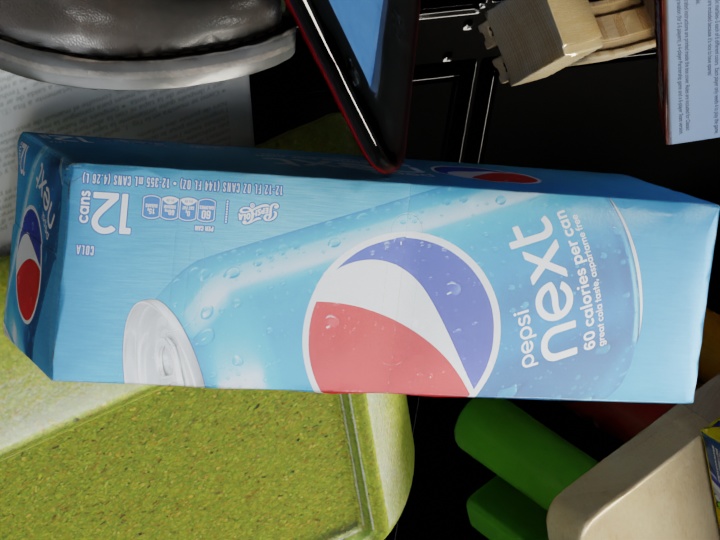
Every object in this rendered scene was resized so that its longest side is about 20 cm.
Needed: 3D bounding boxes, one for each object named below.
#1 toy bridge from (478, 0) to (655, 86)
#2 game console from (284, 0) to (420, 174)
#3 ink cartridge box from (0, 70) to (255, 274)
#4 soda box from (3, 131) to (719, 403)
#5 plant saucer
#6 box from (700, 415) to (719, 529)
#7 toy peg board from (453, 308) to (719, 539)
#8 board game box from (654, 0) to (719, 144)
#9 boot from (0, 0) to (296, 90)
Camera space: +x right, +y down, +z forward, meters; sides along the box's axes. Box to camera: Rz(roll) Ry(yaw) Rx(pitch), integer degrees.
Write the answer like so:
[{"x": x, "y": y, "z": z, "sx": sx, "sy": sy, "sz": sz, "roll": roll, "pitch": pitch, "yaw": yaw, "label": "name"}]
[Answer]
[{"x": 0.118, "y": -0.096, "z": 0.835, "sx": 0.200, "sy": 0.027, "sz": 0.067, "roll": -21, "pitch": 176, "yaw": -35, "label": "toy bridge"}, {"x": 0.023, "y": -0.161, "z": 0.697, "sx": 0.172, "sy": 0.119, "sz": 0.200, "roll": -32, "pitch": 133, "yaw": -5, "label": "game console"}, {"x": -0.114, "y": -0.030, "z": 0.777, "sx": 0.163, "sy": 0.057, "sz": 0.200, "roll": -21, "pitch": 146, "yaw": -15, "label": "ink cartridge box"}, {"x": 0.000, "y": 0.000, "z": 0.745, "sx": 0.200, "sy": 0.068, "sz": 0.064, "roll": 2, "pitch": 99, "yaw": -20, "label": "soda box"}, {"x": -0.068, "y": 0.064, "z": 0.835, "sx": 0.200, "sy": 0.048, "sz": 0.200, "roll": -24, "pitch": 142, "yaw": -12, "label": "plant saucer"}, {"x": 0.181, "y": 0.118, "z": 0.921, "sx": 0.070, "sy": 0.064, "sz": 0.200, "roll": -37, "pitch": 137, "yaw": -21, "label": "box"}, {"x": 0.133, "y": 0.091, "z": 0.980, "sx": 0.199, "sy": 0.098, "sz": 0.200, "roll": -34, "pitch": 135, "yaw": -25, "label": "toy peg board"}, {"x": 0.134, "y": -0.102, "z": 0.714, "sx": 0.103, "sy": 0.019, "sz": 0.200, "roll": -7, "pitch": 150, "yaw": 3, "label": "board game box"}, {"x": -0.096, "y": -0.143, "z": 0.644, "sx": 0.200, "sy": 0.069, "sz": 0.174, "roll": 10, "pitch": 99, "yaw": -20, "label": "boot"}]
